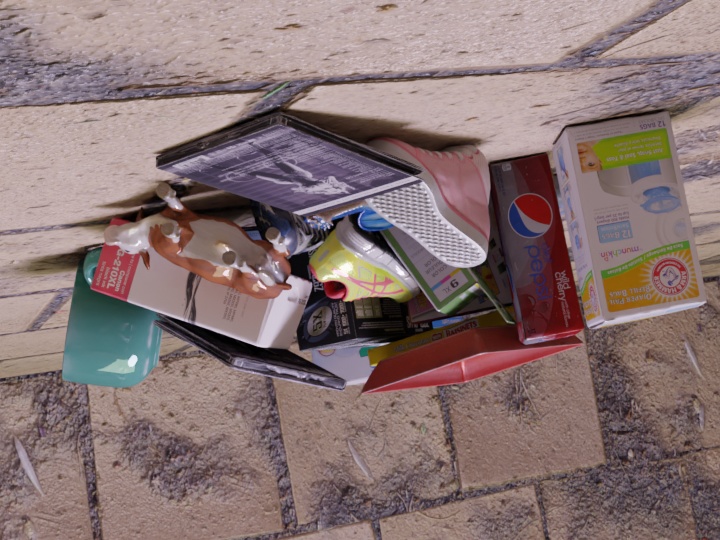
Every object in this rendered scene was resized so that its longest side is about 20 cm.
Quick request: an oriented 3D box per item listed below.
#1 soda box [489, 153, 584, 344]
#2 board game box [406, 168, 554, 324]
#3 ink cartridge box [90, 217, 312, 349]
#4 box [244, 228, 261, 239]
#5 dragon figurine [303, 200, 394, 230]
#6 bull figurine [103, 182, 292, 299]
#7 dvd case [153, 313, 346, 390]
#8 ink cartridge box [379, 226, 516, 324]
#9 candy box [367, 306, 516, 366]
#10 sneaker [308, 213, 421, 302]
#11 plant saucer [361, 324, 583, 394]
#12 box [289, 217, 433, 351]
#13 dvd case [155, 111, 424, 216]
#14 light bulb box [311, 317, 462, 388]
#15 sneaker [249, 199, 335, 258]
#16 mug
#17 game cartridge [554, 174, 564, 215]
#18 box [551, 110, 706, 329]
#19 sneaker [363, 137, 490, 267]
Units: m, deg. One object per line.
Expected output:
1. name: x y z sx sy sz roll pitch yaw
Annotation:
1. soda box: 0.194 -0.023 1.509 0.069 0.202 0.063 -10 173 0
2. board game box: 0.142 -0.028 1.607 0.199 0.154 0.040 -12 174 26
3. ink cartridge box: -0.169 0.017 1.477 0.198 0.085 0.145 18 179 12
4. box: -0.192 -0.014 1.731 0.136 0.038 0.200 -6 173 -33
5. dragon figurine: 0.028 -0.077 1.424 0.199 0.059 0.099 -3 171 -44
6. bull figurine: -0.159 -0.028 1.346 0.198 0.066 0.121 18 165 2
7. dvd case: -0.128 0.092 1.527 0.148 0.016 0.200 15 -176 -35
8. ink cartridge box: 0.088 -0.004 1.515 0.059 0.201 0.104 -38 169 6
9. candy box: 0.116 0.080 1.656 0.199 0.027 0.102 -19 168 30
10. sneaker: 0.000 0.000 1.539 0.090 0.078 0.200 -41 149 7
11. plant saucer: 0.130 0.101 1.607 0.199 0.037 0.199 -1 163 -46
12. box: -0.002 0.010 1.672 0.086 0.165 0.200 -14 173 30
13. dvd case: -0.059 -0.091 1.206 0.148 0.016 0.199 -14 160 37
14. light bulb box: 0.030 0.053 1.930 0.197 0.202 0.124 -14 172 35
15. sneaker: -0.072 -0.053 1.493 0.085 0.078 0.200 -19 -178 -3
16. mug: -0.300 0.065 1.667 0.113 0.153 0.185 9 167 -9
17. game cartridge: 0.213 -0.085 1.743 0.132 0.042 0.200 -4 172 -14
18. box: 0.276 -0.049 1.401 0.111 0.202 0.101 -9 174 -1
19. sneaker: 0.065 -0.094 1.333 0.075 0.105 0.200 -11 144 35
